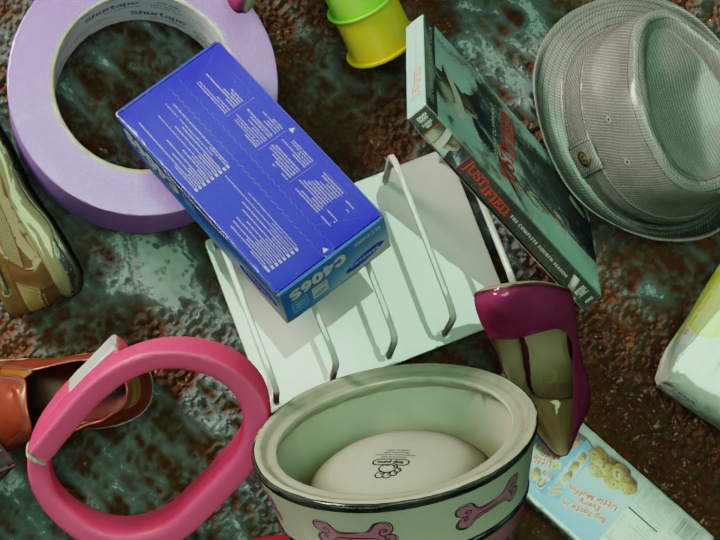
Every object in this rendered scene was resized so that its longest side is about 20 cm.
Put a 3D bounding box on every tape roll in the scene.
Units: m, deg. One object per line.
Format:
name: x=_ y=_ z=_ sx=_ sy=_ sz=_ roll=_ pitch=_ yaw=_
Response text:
tape roll: x=-0.162 y=-0.132 z=1.626 sx=0.198 sy=0.066 sz=0.202 roll=1 pitch=78 yaw=-7

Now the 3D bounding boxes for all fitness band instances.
fitness band: x=-0.152 y=0.124 z=1.562 sx=0.143 sy=0.038 sz=0.200 roll=34 pitch=117 yaw=-21

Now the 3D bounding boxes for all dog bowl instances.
dog bowl: x=0.028 y=0.141 z=1.505 sx=0.198 sy=0.200 sz=0.074 roll=-10 pitch=114 yaw=-3

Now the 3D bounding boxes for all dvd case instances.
dvd case: x=0.102 y=-0.079 z=1.567 sx=0.022 sy=0.146 sz=0.200 roll=-36 pitch=114 yaw=21

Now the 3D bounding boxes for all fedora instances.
fedora: x=0.226 y=-0.123 z=1.621 sx=0.175 sy=0.090 sz=0.202 roll=-13 pitch=81 yaw=-18

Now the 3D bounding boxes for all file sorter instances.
file sorter: x=0.000 y=0.000 z=1.595 sx=0.199 sy=0.125 sz=0.140 roll=-21 pitch=83 yaw=-4

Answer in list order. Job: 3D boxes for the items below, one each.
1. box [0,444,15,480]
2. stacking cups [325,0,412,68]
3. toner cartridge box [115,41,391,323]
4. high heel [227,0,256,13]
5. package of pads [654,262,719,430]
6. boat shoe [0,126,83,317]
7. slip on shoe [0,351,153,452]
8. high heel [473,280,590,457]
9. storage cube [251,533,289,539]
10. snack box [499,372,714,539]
box: x=-0.372 y=0.118 z=1.580 sx=0.161 sy=0.049 sz=0.200 roll=-42 pitch=85 yaw=15
stacking cups: x=-0.019 y=-0.249 z=1.608 sx=0.060 sy=0.061 sz=0.201 roll=-28 pitch=119 yaw=-6
toner cartridge box: x=-0.076 y=-0.064 z=1.530 sx=0.095 sy=0.043 sz=0.200 roll=-37 pitch=62 yaw=-11
high heel: x=-0.108 y=-0.273 z=1.624 sx=0.095 sy=0.068 sz=0.201 roll=12 pitch=56 yaw=-8
package of pads: x=0.329 y=0.041 z=1.631 sx=0.154 sy=0.068 sz=0.201 roll=33 pitch=82 yaw=2
boat shoe: x=-0.281 y=-0.057 z=1.618 sx=0.074 sy=0.076 sz=0.201 roll=-31 pitch=84 yaw=-3
slip on shoe: x=-0.251 y=0.099 z=1.603 sx=0.198 sy=0.061 sz=0.075 roll=-11 pitch=85 yaw=2
high heel: x=0.126 y=0.068 z=1.533 sx=0.067 sy=0.200 sz=0.097 roll=-8 pitch=74 yaw=20
storage cube: x=0.024 y=0.289 z=1.502 sx=0.169 sy=0.180 sz=0.201 roll=-11 pitch=119 yaw=-3
snack box: x=0.165 y=0.161 z=1.630 sx=0.200 sy=0.024 sz=0.072 roll=41 pitch=82 yaw=3
